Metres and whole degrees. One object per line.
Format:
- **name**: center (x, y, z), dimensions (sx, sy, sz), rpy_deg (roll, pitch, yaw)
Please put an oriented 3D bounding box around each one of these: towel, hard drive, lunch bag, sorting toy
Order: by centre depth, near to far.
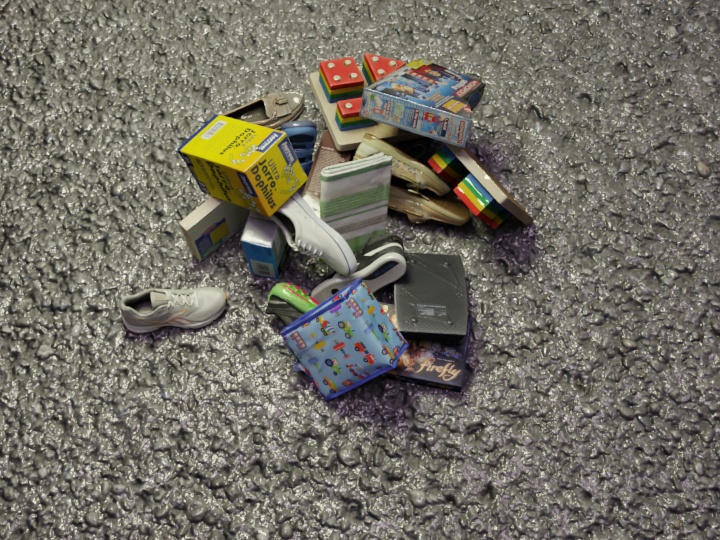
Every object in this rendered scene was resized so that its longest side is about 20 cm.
- **lunch bag**: center (-0.043, 0.134, 1.541), dimensions (0.200, 0.094, 0.151), rpy_deg (-32, 97, 28)
- **hard drive**: center (0.128, 0.050, 1.622), dimensions (0.134, 0.042, 0.200), rpy_deg (3, 46, -1)
- **towel**: center (-0.014, -0.117, 1.638), dimensions (0.149, 0.201, 0.031), rpy_deg (-16, 42, -26)
- **sorting toy**: center (0.220, -0.162, 1.680), dimensions (0.070, 0.199, 0.200), rpy_deg (-44, 66, 12)
- **sorting toy**: center (0.023, -0.346, 1.732), dimensions (0.198, 0.070, 0.200), rpy_deg (-12, 57, -16)

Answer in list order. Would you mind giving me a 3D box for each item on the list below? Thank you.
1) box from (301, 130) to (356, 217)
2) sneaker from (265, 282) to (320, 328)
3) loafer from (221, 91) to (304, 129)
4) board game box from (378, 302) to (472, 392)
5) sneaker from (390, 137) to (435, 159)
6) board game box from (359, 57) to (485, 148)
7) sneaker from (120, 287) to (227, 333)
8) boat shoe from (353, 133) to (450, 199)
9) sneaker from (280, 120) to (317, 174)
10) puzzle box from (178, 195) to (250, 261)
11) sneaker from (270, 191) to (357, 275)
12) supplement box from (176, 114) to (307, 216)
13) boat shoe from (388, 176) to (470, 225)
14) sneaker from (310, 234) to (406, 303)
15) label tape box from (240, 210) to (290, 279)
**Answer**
- **box**: center (-0.065, -0.162, 1.727), dimensions (0.075, 0.100, 0.201), rpy_deg (12, 66, 6)
- **sneaker**: center (-0.090, 0.105, 1.626), dimensions (0.200, 0.077, 0.084), rpy_deg (39, 109, 9)
- **loafer**: center (-0.209, -0.325, 1.826), dimensions (0.199, 0.063, 0.072), rpy_deg (-26, 68, -11)
- **board game box**: center (0.097, 0.138, 1.616), dimensions (0.199, 0.035, 0.136), rpy_deg (9, 65, 6)
- **sneaker**: center (0.057, -0.273, 1.788), dimensions (0.199, 0.076, 0.114), rpy_deg (-3, 62, -3)
- **board game box**: center (0.137, -0.305, 1.616), dimensions (0.199, 0.062, 0.200), rpy_deg (29, 42, 22)
- **sneaker**: center (-0.348, 0.065, 1.629), dimensions (0.199, 0.092, 0.076), rpy_deg (-13, 66, -5)
- **boat shoe**: center (0.080, -0.189, 1.678), dimensions (0.200, 0.073, 0.063), rpy_deg (29, 96, -14)
- **sneaker**: center (-0.122, -0.228, 1.710), dimensions (0.074, 0.200, 0.083), rpy_deg (-2, 73, -8)
- **puzzle box**: center (-0.253, -0.114, 1.690), dimensions (0.200, 0.133, 0.025), rpy_deg (-41, 70, -17)
- **sneaker**: center (-0.093, -0.056, 1.580), dimensions (0.200, 0.073, 0.071), rpy_deg (45, 59, -3)
- **supplement box**: center (-0.211, -0.190, 1.567), dimensions (0.200, 0.109, 0.110), rpy_deg (21, 59, 40)
- **boat shoe**: center (0.118, -0.129, 1.729), dimensions (0.199, 0.065, 0.071), rpy_deg (24, 32, 8)
- **sneaker**: center (0.000, 0.000, 1.666), dimensions (0.199, 0.073, 0.112), rpy_deg (-25, 30, 19)
- **label tape box**: center (-0.161, -0.104, 1.676), dimensions (0.066, 0.143, 0.201), rpy_deg (14, 66, 8)
